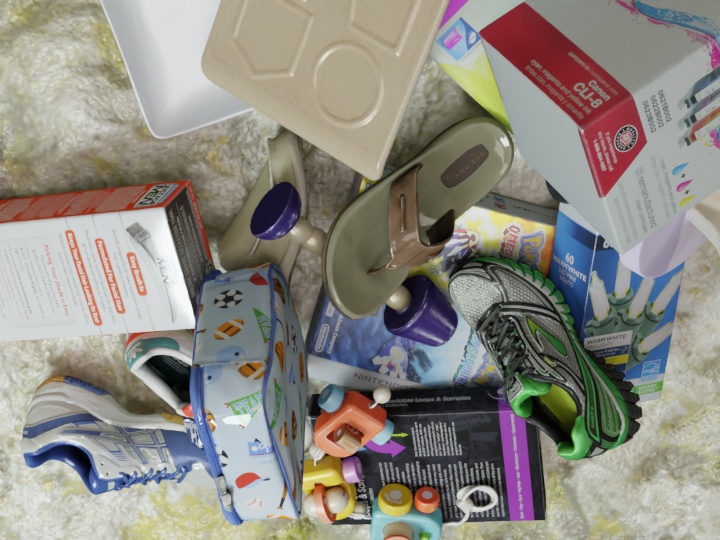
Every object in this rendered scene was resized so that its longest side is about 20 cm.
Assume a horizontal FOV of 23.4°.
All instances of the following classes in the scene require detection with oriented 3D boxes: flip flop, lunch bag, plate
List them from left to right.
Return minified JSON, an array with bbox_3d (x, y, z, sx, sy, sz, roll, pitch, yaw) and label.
[{"bbox_3d":[-0.108,-0.226,1.402,0.199,0.032,0.200,-17,112,7],"label":"plate"},{"bbox_3d":[-0.086,0.102,1.394,0.075,0.200,0.161,-6,127,8],"label":"lunch bag"},{"bbox_3d":[0.049,-0.043,1.378,0.200,0.058,0.081,-41,114,-9],"label":"flip flop"}]

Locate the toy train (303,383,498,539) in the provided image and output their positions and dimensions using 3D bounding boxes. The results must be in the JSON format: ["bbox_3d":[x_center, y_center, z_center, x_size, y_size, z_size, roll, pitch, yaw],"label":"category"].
[{"bbox_3d":[0.017,0.188,1.508,0.200,0.056,0.150,38,125,-23],"label":"toy train"}]

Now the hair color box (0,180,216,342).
[{"bbox_3d":[-0.227,-0.006,1.454,0.199,0.064,0.111,-4,115,22],"label":"hair color box"}]

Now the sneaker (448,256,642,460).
[{"bbox_3d":[0.141,0.068,1.422,0.200,0.085,0.078,48,130,19],"label":"sneaker"}]

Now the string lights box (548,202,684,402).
[{"bbox_3d":[0.214,0.016,1.475,0.102,0.059,0.201,-8,118,-28],"label":"string lights box"}]

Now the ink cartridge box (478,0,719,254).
[{"bbox_3d":[0.219,-0.146,1.282,0.200,0.145,0.145,-34,137,-7],"label":"ink cartridge box"}]

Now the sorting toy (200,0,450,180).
[{"bbox_3d":[-0.023,-0.195,1.338,0.185,0.036,0.200,32,120,22],"label":"sorting toy"}]

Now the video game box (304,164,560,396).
[{"bbox_3d":[0.060,0.021,1.505,0.182,0.047,0.201,13,113,-9],"label":"video game box"}]

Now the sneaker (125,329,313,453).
[{"bbox_3d":[-0.125,0.115,1.518,0.200,0.093,0.070,38,109,-15],"label":"sneaker"}]

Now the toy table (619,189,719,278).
[{"bbox_3d":[0.310,-0.050,1.374,0.200,0.117,0.184,-50,149,-17],"label":"toy table"}]

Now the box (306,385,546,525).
[{"bbox_3d":[0.061,0.165,1.544,0.199,0.036,0.143,-3,130,7],"label":"box"}]

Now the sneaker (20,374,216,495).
[{"bbox_3d":[-0.203,0.168,1.535,0.199,0.088,0.075,19,145,-3],"label":"sneaker"}]

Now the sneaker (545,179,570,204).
[{"bbox_3d":[0.240,-0.096,1.405,0.200,0.074,0.088,-37,121,-17],"label":"sneaker"}]

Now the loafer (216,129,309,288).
[{"bbox_3d":[-0.086,-0.024,1.467,0.068,0.076,0.201,6,114,-9],"label":"loafer"}]

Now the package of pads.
[{"bbox_3d":[0.132,-0.208,1.390,0.200,0.068,0.154,41,108,-19],"label":"package of pads"}]

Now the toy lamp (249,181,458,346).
[{"bbox_3d":[0.000,0.000,1.427,0.200,0.058,0.058,37,109,-28],"label":"toy lamp"}]
